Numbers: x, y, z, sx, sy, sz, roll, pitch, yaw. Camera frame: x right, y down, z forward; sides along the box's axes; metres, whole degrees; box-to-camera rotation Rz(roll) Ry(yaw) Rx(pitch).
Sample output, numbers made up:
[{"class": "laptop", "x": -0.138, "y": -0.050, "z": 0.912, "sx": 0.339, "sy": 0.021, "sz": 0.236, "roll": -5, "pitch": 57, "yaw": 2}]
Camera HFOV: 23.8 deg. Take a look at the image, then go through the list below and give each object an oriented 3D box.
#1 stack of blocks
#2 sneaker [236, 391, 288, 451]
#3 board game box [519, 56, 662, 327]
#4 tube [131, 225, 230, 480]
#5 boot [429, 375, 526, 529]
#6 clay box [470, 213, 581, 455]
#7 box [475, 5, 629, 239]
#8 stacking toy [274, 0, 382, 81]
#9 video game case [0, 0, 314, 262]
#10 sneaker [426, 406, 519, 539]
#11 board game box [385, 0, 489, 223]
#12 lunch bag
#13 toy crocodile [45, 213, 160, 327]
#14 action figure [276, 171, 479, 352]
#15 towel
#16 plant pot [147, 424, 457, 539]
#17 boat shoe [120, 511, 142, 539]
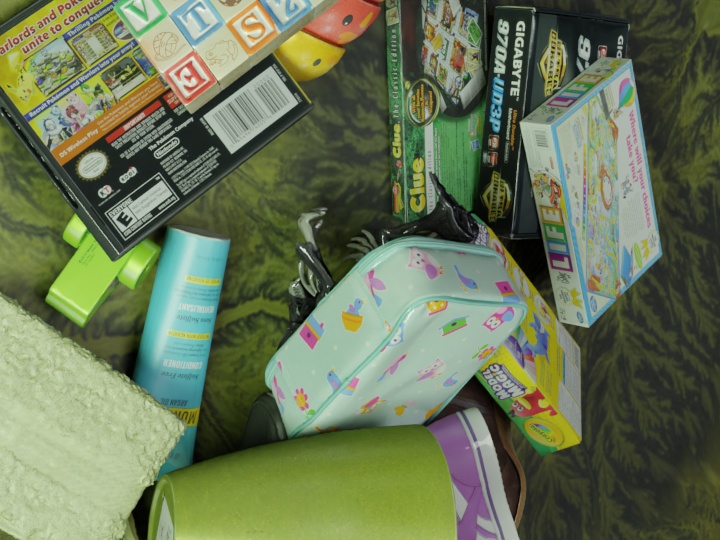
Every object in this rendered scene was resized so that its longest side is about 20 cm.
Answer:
[{"class": "stack of blocks", "x": -0.078, "y": -0.219, "z": 1.214, "sx": 0.199, "sy": 0.059, "sz": 0.116, "roll": -38, "pitch": 91, "yaw": -1}, {"class": "sneaker", "x": -0.093, "y": 0.197, "z": 1.380, "sx": 0.079, "sy": 0.075, "sz": 0.203, "roll": 8, "pitch": 93, "yaw": -37}, {"class": "board game box", "x": 0.210, "y": -0.070, "z": 1.533, "sx": 0.134, "sy": 0.034, "sz": 0.202, "roll": -38, "pitch": 125, "yaw": -38}, {"class": "tube", "x": -0.146, "y": 0.067, "z": 1.335, "sx": 0.077, "sy": 0.050, "sz": 0.203, "roll": 8, "pitch": 99, "yaw": -32}, {"class": "boot", "x": 0.072, "y": 0.153, "z": 1.504, "sx": 0.165, "sy": 0.072, "sz": 0.203, "roll": 9, "pitch": 81, "yaw": -46}, {"class": "clay box", "x": 0.128, "y": 0.055, "z": 1.492, "sx": 0.200, "sy": 0.047, "sz": 0.116, "roll": 49, "pitch": 31, "yaw": -33}, {"class": "box", "x": 0.174, "y": -0.131, "z": 1.539, "sx": 0.158, "sy": 0.046, "sz": 0.203, "roll": -3, "pitch": 100, "yaw": -49}, {"class": "stacking toy", "x": -0.045, "y": -0.199, "z": 1.335, "sx": 0.145, "sy": 0.146, "sz": 0.202, "roll": 15, "pitch": 107, "yaw": -40}, {"class": "video game case", "x": -0.159, "y": -0.136, "z": 1.248, "sx": 0.200, "sy": 0.025, "sz": 0.181, "roll": -39, "pitch": 95, "yaw": -27}, {"class": "sneaker", "x": 0.069, "y": 0.209, "z": 1.440, "sx": 0.113, "sy": 0.073, "sz": 0.202, "roll": -23, "pitch": 124, "yaw": -7}, {"class": "board game box", "x": 0.069, "y": -0.147, "z": 1.482, "sx": 0.104, "sy": 0.023, "sz": 0.203, "roll": -11, "pitch": 104, "yaw": -40}, {"class": "lunch bag", "x": 0.028, "y": 0.061, "z": 1.344, "sx": 0.159, "sy": 0.078, "sz": 0.200, "roll": 2, "pitch": 140, "yaw": -46}, {"class": "toy crocodile", "x": -0.168, "y": -0.049, "z": 1.286, "sx": 0.067, "sy": 0.062, "sz": 0.201, "roll": 29, "pitch": 79, "yaw": 1}, {"class": "action figure", "x": 0.000, "y": 0.000, "z": 1.404, "sx": 0.199, "sy": 0.103, "sz": 0.119, "roll": -33, "pitch": 159, "yaw": 13}, {"class": "towel", "x": -0.238, "y": 0.116, "z": 1.235, "sx": 0.199, "sy": 0.036, "sz": 0.149, "roll": 33, "pitch": 82, "yaw": -14}, {"class": "plant pot", "x": -0.053, "y": 0.203, "z": 1.277, "sx": 0.197, "sy": 0.187, "sz": 0.190, "roll": 6, "pitch": 95, "yaw": -19}, {"class": "boat shoe", "x": -0.194, "y": 0.227, "z": 1.308, "sx": 0.063, "sy": 0.073, "sz": 0.203, "roll": -29, "pitch": 113, "yaw": -24}]
